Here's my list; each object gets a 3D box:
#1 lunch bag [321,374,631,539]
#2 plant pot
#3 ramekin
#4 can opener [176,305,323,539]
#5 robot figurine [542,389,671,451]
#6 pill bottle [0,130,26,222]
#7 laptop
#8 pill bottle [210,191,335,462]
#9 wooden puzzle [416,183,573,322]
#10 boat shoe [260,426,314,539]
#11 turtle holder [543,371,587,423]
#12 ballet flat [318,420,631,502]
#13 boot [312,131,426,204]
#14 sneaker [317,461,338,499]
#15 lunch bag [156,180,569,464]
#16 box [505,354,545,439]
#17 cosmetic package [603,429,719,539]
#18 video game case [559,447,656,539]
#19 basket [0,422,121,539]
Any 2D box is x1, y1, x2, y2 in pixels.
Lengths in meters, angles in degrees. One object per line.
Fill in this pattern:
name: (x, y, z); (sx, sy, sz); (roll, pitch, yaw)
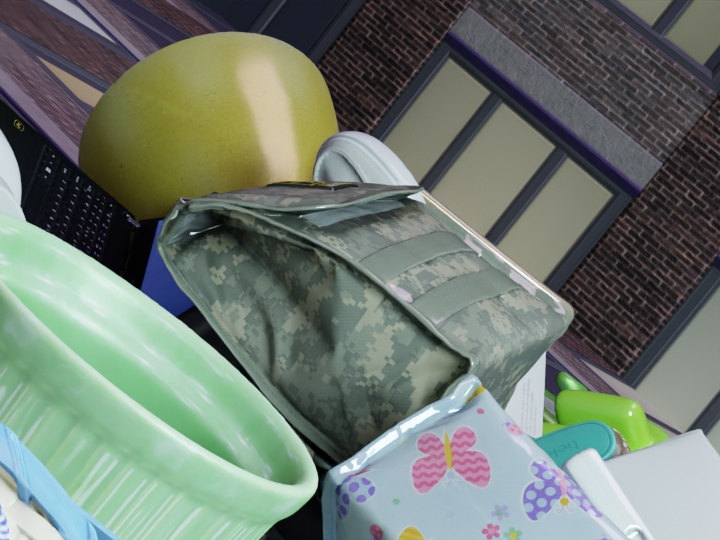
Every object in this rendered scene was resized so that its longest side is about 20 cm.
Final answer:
lunch bag: (0.067, 0.185, 1.151); (0.170, 0.127, 0.200); (46, -22, 26)
plant pot: (-0.094, -0.052, 1.658); (0.200, 0.200, 0.142); (32, 23, -42)
ramekin: (-0.126, 0.071, 1.007); (0.200, 0.098, 0.200); (38, 7, -6)
can opener: (-0.059, 0.107, 1.281); (0.200, 0.079, 0.063); (52, 6, 18)
robot figurine: (0.175, 0.183, 1.574); (0.115, 0.175, 0.201); (5, -58, 39)
pill bottle: (-0.239, -0.054, 1.158); (0.112, 0.112, 0.200); (33, 8, -37)
laptop: (-0.141, -0.036, 1.397); (0.200, 0.103, 0.177); (42, 22, -18)
pill bottle: (-0.047, 0.040, 1.546); (0.200, 0.112, 0.112); (37, 7, -10)
wooden puzzle: (0.024, 0.037, 1.621); (0.200, 0.185, 0.037); (37, 17, -9)
boat shoe: (-0.114, 0.064, 1.227); (0.200, 0.068, 0.075); (39, 7, -1)
turtle holder: (0.140, 0.153, 1.710); (0.141, 0.132, 0.185); (40, 6, 18)
ballet flat: (0.065, 0.146, 1.320); (0.071, 0.199, 0.065); (-96, 169, -52)
boot: (0.000, 0.000, 1.422); (0.095, 0.074, 0.201); (-3, 61, -48)
sneaker: (0.054, 0.157, 1.387); (0.200, 0.096, 0.079); (43, 12, 37)
lunch bag: (-0.004, 0.013, 1.284); (0.200, 0.118, 0.164); (39, 20, 16)
box: (0.035, 0.043, 1.503); (0.199, 0.036, 0.145); (26, 49, -23)
cosmetic package: (0.198, 0.200, 1.245); (0.113, 0.081, 0.200); (94, -25, -45)
video game case: (0.138, 0.207, 1.208); (0.182, 0.023, 0.200); (57, -23, 16)
basket: (-0.148, 0.083, 0.646); (0.176, 0.139, 0.200); (38, 17, 0)
